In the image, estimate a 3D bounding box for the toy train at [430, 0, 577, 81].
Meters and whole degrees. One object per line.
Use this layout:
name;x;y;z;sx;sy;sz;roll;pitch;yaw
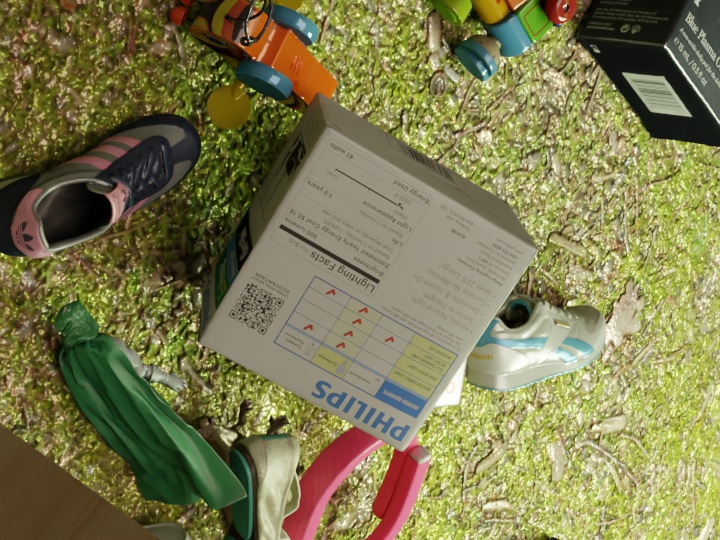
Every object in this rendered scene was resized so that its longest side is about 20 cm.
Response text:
toy train;0.108;-0.277;1.252;0.116;0.085;0.200;-45;130;-8

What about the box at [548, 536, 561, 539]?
box;0.254;0.433;1.571;0.148;0.104;0.200;-51;131;-20

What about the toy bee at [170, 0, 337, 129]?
toy bee;-0.089;-0.192;1.078;0.131;0.108;0.200;-56;158;-27

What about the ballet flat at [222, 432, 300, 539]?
ballet flat;-0.081;0.224;1.163;0.062;0.067;0.201;-13;129;-31

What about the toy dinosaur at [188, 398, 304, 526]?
toy dinosaur;-0.107;0.176;1.196;0.101;0.058;0.201;-25;132;-18

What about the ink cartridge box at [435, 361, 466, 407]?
ink cartridge box;0.034;0.025;1.254;0.145;0.084;0.201;-1;102;-43

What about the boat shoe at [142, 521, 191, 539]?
boat shoe;-0.219;0.240;1.079;0.199;0.075;0.069;-20;121;-38

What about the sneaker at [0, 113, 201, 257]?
sneaker;-0.186;-0.059;1.019;0.200;0.082;0.071;-33;122;-34

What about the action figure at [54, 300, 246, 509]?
action figure;-0.179;0.105;1.075;0.200;0.118;0.055;58;38;-27

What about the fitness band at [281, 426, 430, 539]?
fitness band;-0.007;0.218;1.255;0.143;0.037;0.201;-17;138;-39

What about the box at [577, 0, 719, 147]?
box;0.361;-0.272;1.465;0.197;0.117;0.201;40;73;-43

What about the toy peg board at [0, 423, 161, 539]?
toy peg board;-0.274;0.232;0.980;0.200;0.199;0.098;-54;172;-19

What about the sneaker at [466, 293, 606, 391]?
sneaker;0.191;0.063;1.425;0.199;0.076;0.081;-18;111;-42

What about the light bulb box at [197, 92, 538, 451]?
light bulb box;0.000;0.000;1.092;0.198;0.125;0.201;29;104;-14
